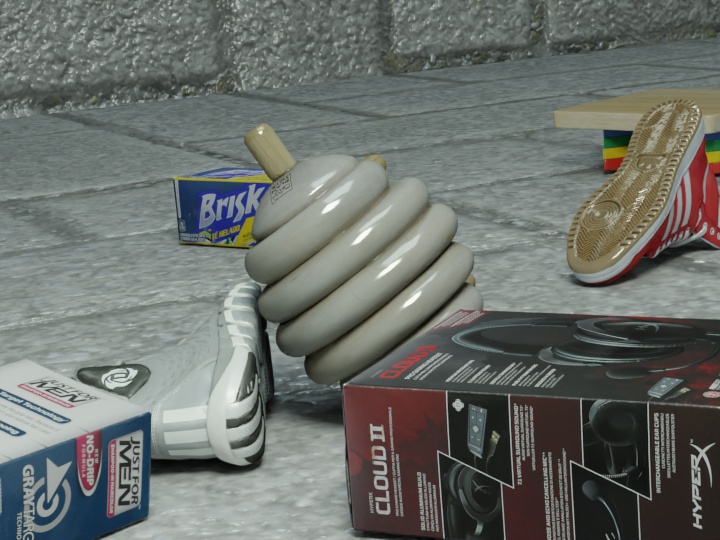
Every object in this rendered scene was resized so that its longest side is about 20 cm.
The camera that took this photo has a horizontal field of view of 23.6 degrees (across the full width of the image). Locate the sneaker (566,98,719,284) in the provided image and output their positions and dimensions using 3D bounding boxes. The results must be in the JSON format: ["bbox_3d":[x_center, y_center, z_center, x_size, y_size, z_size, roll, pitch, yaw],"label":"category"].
[{"bbox_3d":[0.231,-0.033,1.359,0.071,0.113,0.200,7,46,36],"label":"sneaker"}]

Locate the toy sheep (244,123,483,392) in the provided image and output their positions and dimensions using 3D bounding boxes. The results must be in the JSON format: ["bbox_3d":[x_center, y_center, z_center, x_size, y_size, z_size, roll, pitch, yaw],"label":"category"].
[{"bbox_3d":[0.000,0.000,0.976,0.138,0.200,0.138,-42,5,4],"label":"toy sheep"}]

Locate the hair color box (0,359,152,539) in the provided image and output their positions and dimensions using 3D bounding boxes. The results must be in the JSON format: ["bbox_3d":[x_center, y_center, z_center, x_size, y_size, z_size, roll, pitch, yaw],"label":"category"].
[{"bbox_3d":[-0.201,0.103,0.793,0.100,0.061,0.200,18,23,37],"label":"hair color box"}]

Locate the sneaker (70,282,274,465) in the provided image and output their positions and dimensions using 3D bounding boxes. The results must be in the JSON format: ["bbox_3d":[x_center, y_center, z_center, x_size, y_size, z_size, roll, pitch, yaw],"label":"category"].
[{"bbox_3d":[-0.111,0.058,0.984,0.115,0.075,0.200,-6,12,1],"label":"sneaker"}]

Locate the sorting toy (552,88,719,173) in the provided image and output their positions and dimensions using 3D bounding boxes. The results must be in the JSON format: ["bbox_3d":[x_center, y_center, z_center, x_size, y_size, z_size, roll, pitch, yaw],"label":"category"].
[{"bbox_3d":[0.345,-0.147,1.842,0.200,0.070,0.199,7,16,44],"label":"sorting toy"}]

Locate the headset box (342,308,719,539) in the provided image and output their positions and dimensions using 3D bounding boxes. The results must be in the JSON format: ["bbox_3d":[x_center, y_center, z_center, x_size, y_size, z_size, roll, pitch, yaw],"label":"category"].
[{"bbox_3d":[0.095,0.073,0.822,0.199,0.077,0.149,3,13,26],"label":"headset box"}]

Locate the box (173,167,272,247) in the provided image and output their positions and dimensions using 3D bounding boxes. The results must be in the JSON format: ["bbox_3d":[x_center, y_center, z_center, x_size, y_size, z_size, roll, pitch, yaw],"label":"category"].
[{"bbox_3d":[-0.074,-0.056,1.561,0.200,0.064,0.070,3,13,37],"label":"box"}]
